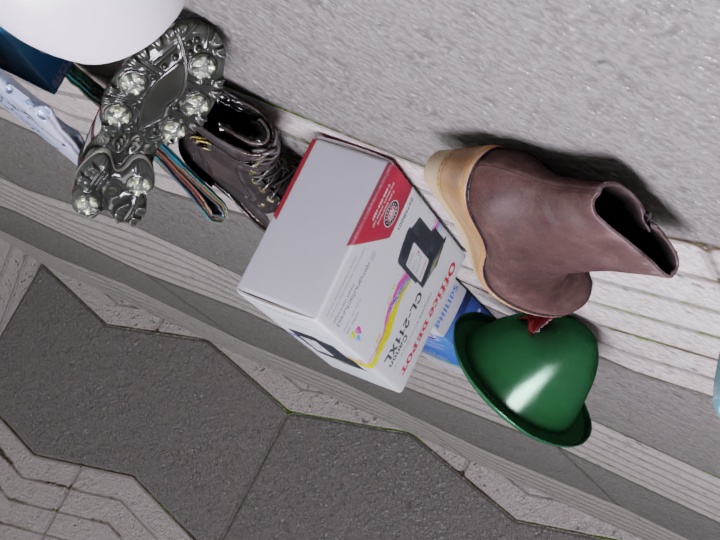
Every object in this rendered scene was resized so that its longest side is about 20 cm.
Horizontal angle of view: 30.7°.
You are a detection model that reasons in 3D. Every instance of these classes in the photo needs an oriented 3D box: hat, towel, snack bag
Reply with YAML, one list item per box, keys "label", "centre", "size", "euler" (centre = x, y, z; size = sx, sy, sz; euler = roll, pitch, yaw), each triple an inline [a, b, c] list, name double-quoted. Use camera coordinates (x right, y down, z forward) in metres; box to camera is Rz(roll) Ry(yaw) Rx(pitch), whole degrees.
- label: "hat"
  centre: [0.199, 0.051, 1.209]
  size: [0.166, 0.176, 0.200]
  euler: [29, -153, -17]
- label: "towel"
  centre: [-0.205, -0.122, 1.207]
  size: [0.147, 0.022, 0.200]
  euler: [47, 175, -39]
- label: "snack bag"
  centre: [-0.293, -0.156, 1.043]
  size: [0.189, 0.021, 0.200]
  euler: [39, 173, 6]

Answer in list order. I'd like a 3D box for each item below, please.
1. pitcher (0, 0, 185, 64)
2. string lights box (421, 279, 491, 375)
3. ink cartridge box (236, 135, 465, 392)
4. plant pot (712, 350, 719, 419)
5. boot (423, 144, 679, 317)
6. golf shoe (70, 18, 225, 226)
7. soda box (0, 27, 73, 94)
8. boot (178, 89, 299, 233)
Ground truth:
- label: "pitcher"
  centre: [-0.146, -0.198, 0.648]
  size: [0.171, 0.121, 0.200]
  euler: [4, 148, 28]
- label: "string lights box"
  centre: [0.087, 0.057, 1.406]
  size: [0.103, 0.059, 0.200]
  euler: [20, 167, 34]
- label: "ink cartridge box"
  centre: [0.000, 0.000, 1.111]
  size: [0.083, 0.146, 0.200]
  euler: [19, 168, 29]
- label: "plant pot"
  centre: [0.237, 0.049, 0.574]
  size: [0.200, 0.135, 0.200]
  euler: [50, 180, 0]
- label: "boot"
  centre: [0.145, -0.010, 0.889]
  size: [0.166, 0.072, 0.200]
  euler: [19, 163, 48]
- label: "golf shoe"
  centre: [-0.168, -0.126, 0.993]
  size: [0.077, 0.088, 0.200]
  euler: [18, 132, -27]
- label: "soda box"
  centre: [-0.282, -0.213, 1.027]
  size: [0.068, 0.064, 0.200]
  euler: [26, 169, 11]
- label: "boot"
  centre: [-0.085, -0.089, 1.109]
  size: [0.200, 0.069, 0.174]
  euler: [30, 170, -3]
